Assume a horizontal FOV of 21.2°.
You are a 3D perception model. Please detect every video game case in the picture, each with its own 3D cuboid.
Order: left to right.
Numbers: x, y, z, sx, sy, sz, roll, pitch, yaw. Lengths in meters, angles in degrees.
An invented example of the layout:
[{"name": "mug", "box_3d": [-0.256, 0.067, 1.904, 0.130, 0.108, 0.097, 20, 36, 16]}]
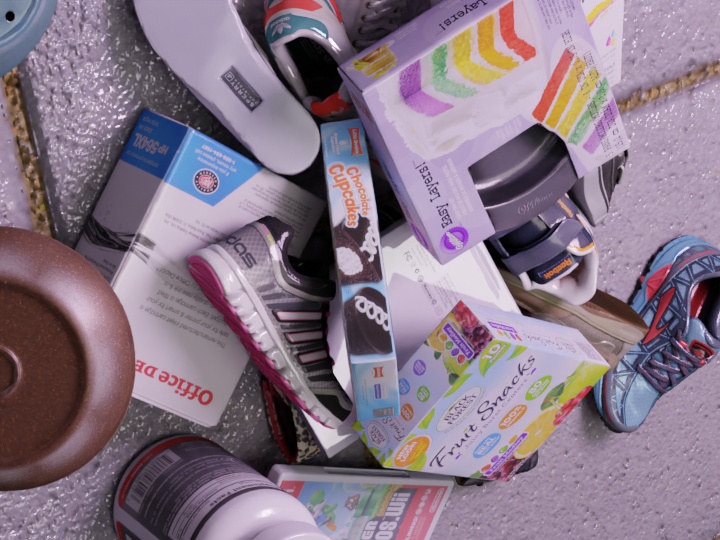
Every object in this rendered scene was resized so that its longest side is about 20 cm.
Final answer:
[{"name": "video game case", "box_3d": [-0.020, 0.235, 1.658, 0.199, 0.017, 0.143, 8, 112, -41]}]

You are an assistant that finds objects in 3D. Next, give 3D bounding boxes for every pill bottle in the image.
[{"name": "pill bottle", "box_3d": [-0.102, 0.213, 1.506, 0.115, 0.200, 0.116, -12, 112, -31]}]

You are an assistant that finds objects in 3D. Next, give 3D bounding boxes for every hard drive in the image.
[{"name": "hard drive", "box_3d": [0.023, 0.042, 1.564, 0.200, 0.026, 0.132, -33, 107, -11]}]

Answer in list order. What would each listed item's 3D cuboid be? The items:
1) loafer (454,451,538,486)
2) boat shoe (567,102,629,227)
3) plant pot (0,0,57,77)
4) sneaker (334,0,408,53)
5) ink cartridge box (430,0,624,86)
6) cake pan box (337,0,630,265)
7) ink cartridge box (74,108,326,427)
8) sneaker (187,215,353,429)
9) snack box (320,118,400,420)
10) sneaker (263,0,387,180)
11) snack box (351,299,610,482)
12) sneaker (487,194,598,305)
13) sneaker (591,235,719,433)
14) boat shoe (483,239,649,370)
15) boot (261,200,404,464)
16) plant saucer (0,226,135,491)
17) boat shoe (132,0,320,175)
[{"name": "loafer", "box_3d": [0.104, 0.105, 1.696, 0.072, 0.073, 0.201, -25, 117, -21]}, {"name": "boat shoe", "box_3d": [0.200, -0.094, 1.641, 0.064, 0.071, 0.200, -39, 165, -4]}, {"name": "plant pot", "box_3d": [-0.281, -0.203, 1.289, 0.199, 0.135, 0.201, -11, 111, -31]}, {"name": "sneaker", "box_3d": [0.012, -0.225, 1.516, 0.073, 0.085, 0.201, -12, 114, -33]}, {"name": "ink cartridge box", "box_3d": [0.135, -0.205, 1.559, 0.145, 0.087, 0.200, -35, 146, -21]}, {"name": "cake pan box", "box_3d": [0.098, -0.121, 1.463, 0.184, 0.052, 0.200, -30, 132, -5]}, {"name": "ink cartridge box", "box_3d": [-0.140, -0.001, 1.483, 0.146, 0.084, 0.201, 28, 89, -38]}, {"name": "sneaker", "box_3d": [-0.047, 0.037, 1.462, 0.087, 0.074, 0.200, -41, 123, -11]}, {"name": "snack box", "box_3d": [0.000, 0.000, 1.466, 0.037, 0.201, 0.116, -7, 155, -1]}, {"name": "sneaker", "box_3d": [-0.014, -0.130, 1.499, 0.070, 0.094, 0.200, -25, 119, 21]}, {"name": "snack box", "box_3d": [0.102, 0.103, 1.579, 0.142, 0.053, 0.200, -51, 148, 16]}, {"name": "sneaker", "box_3d": [0.142, -0.040, 1.597, 0.078, 0.080, 0.200, -31, 139, 22]}, {"name": "sneaker", "box_3d": [0.287, 0.064, 1.791, 0.079, 0.095, 0.201, 27, 89, -37]}, {"name": "boat shoe", "box_3d": [0.166, 0.035, 1.716, 0.199, 0.072, 0.065, 24, 112, -30]}, {"name": "boot", "box_3d": [-0.007, 0.056, 1.603, 0.153, 0.073, 0.205, -17, 113, -26]}, {"name": "plant saucer", "box_3d": [-0.263, 0.069, 1.389, 0.199, 0.037, 0.201, 0, 103, 0]}, {"name": "boat shoe", "box_3d": [-0.104, -0.158, 1.466, 0.071, 0.070, 0.200, -42, 100, -4]}]
